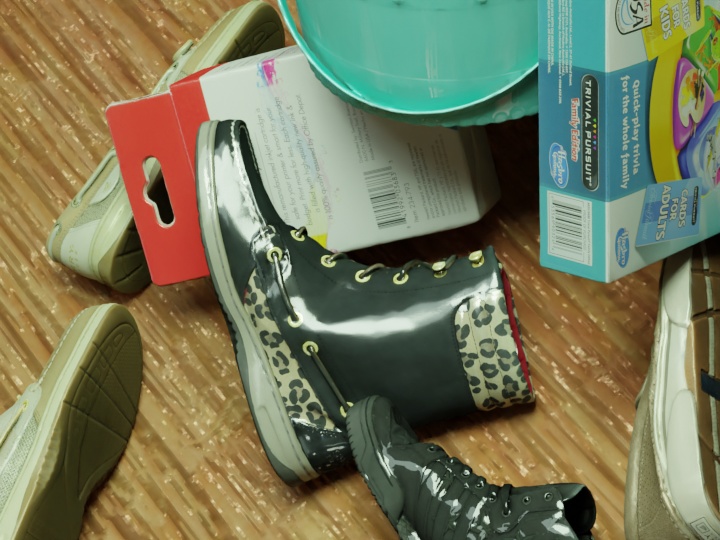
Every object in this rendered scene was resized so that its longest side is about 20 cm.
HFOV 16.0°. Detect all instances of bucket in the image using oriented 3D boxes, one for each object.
[{"bbox_3d":[0.050,-0.178,1.327,0.206,0.135,0.208,-5,38,4],"label":"bucket"}]

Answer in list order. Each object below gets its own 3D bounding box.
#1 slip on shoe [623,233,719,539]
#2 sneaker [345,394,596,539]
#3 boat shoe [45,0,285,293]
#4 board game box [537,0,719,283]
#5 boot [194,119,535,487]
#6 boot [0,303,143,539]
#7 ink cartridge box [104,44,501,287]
[{"bbox_3d":[0.168,0.060,1.308,0.060,0.076,0.201,-29,44,38],"label":"slip on shoe"},{"bbox_3d":[0.075,0.131,1.294,0.104,0.060,0.201,-32,63,13],"label":"sneaker"},{"bbox_3d":[-0.116,-0.082,1.539,0.063,0.073,0.201,22,75,30],"label":"boat shoe"},{"bbox_3d":[0.170,-0.096,1.299,0.047,0.152,0.199,17,28,41],"label":"board game box"},{"bbox_3d":[0.001,0.001,1.386,0.153,0.073,0.205,-16,86,10],"label":"boot"},{"bbox_3d":[-0.219,0.101,1.458,0.154,0.072,0.201,5,60,31],"label":"boot"},{"bbox_3d":[-0.032,-0.068,1.451,0.199,0.117,0.067,-12,11,17],"label":"ink cartridge box"}]
